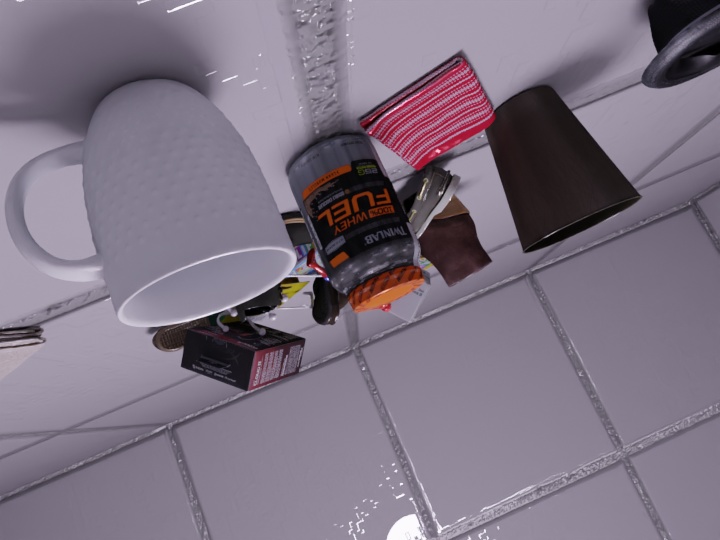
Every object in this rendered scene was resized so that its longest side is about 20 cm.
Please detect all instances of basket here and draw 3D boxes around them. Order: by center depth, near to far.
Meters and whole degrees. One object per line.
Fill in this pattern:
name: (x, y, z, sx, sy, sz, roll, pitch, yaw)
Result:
basket: (0.277, -0.152, 0.797, 0.180, 0.200, 0.136, -23, 168, 0)

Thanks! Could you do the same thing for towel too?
towel: (0.097, -0.195, 0.713, 0.144, 0.023, 0.200, -29, 166, 19)
towel: (-0.585, 0.144, 0.831, 0.200, 0.035, 0.132, -31, 164, 31)

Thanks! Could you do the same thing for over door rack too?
over door rack: (-0.140, 0.052, 0.968, 0.200, 0.067, 0.148, -12, 157, -34)

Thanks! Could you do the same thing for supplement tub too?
supplement tub: (-0.003, -0.057, 0.686, 0.122, 0.200, 0.123, -23, 167, -6)

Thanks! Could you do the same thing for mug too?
mug: (-0.174, -0.056, 0.447, 0.200, 0.176, 0.148, -16, 165, -29)

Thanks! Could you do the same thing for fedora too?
fedora: (0.421, -0.311, 0.662, 0.200, 0.092, 0.201, -22, 167, -6)

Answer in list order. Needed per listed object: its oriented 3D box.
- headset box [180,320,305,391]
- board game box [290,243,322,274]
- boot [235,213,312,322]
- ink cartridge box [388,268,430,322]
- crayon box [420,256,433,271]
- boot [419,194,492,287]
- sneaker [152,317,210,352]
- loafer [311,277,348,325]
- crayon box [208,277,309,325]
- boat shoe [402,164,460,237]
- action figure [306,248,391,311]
headset box: (-0.215, 0.151, 0.998, 0.148, 0.075, 0.200, 14, -175, 21)
board game box: (-0.046, -0.049, 1.007, 0.200, 0.034, 0.134, -33, 164, 34)
boot: (-0.124, -0.005, 0.818, 0.200, 0.139, 0.077, -15, 164, -38)
ink cartridge box: (0.058, 0.019, 1.083, 0.084, 0.146, 0.200, -63, 175, 8)
crayon box: (0.132, -0.034, 1.322, 0.200, 0.058, 0.119, -9, 160, -47)
boot: (0.131, -0.041, 1.046, 0.200, 0.167, 0.072, -28, 171, 15)
sneaker: (-0.336, 0.120, 1.145, 0.200, 0.071, 0.075, -10, 180, -36)
loafer: (-0.054, 0.049, 1.104, 0.071, 0.200, 0.073, 18, 113, -13)
crayon box: (-0.205, 0.051, 1.080, 0.127, 0.051, 0.200, -7, 159, -44)
boat shoe: (0.100, -0.107, 0.942, 0.072, 0.060, 0.202, -64, -175, -35)
action figure: (0.000, 0.000, 0.930, 0.065, 0.099, 0.200, -8, 144, 37)
